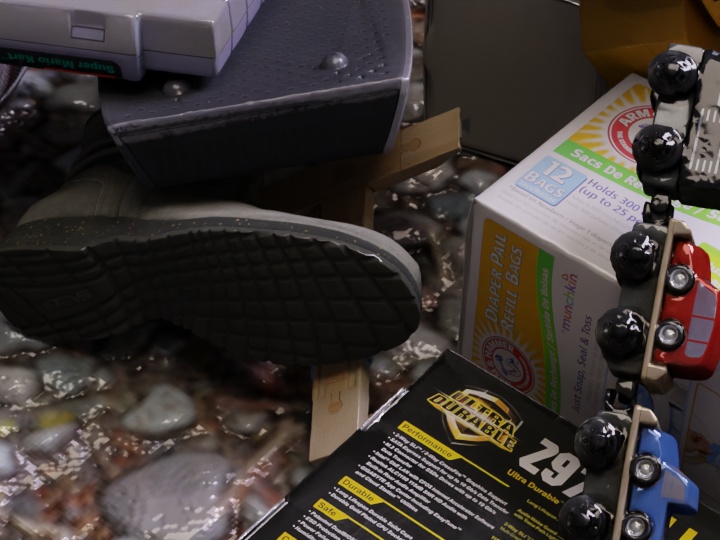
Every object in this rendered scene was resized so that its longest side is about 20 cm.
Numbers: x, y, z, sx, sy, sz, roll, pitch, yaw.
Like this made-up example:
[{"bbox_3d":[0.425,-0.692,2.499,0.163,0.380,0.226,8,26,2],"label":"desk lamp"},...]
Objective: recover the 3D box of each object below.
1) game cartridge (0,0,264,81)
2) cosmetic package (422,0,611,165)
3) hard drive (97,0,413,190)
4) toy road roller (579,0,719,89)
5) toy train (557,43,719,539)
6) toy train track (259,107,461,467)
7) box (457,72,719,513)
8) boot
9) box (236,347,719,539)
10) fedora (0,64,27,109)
[{"bbox_3d":[-0.136,-0.130,0.851,0.198,0.039,0.130,8,40,12],"label":"game cartridge"},{"bbox_3d":[0.109,-0.147,0.973,0.087,0.104,0.200,19,47,18],"label":"cosmetic package"},{"bbox_3d":[-0.044,-0.095,0.872,0.133,0.043,0.200,-9,27,0],"label":"hard drive"},{"bbox_3d":[0.160,-0.144,0.818,0.145,0.200,0.124,-1,60,34],"label":"toy road roller"},{"bbox_3d":[0.108,0.017,0.711,0.045,0.034,0.202,10,77,14],"label":"toy train"},{"bbox_3d":[0.000,0.000,0.854,0.114,0.033,0.201,-20,46,26],"label":"toy train track"},{"bbox_3d":[0.148,0.027,0.789,0.199,0.102,0.112,31,51,27],"label":"box"},{"bbox_3d":[-0.053,-0.031,0.845,0.198,0.068,0.131,3,41,24],"label":"boot"},{"bbox_3d":[0.059,0.131,0.712,0.199,0.050,0.159,30,48,25],"label":"box"},{"bbox_3d":[-0.247,-0.137,0.953,0.176,0.091,0.200,-25,49,-27],"label":"fedora"}]
